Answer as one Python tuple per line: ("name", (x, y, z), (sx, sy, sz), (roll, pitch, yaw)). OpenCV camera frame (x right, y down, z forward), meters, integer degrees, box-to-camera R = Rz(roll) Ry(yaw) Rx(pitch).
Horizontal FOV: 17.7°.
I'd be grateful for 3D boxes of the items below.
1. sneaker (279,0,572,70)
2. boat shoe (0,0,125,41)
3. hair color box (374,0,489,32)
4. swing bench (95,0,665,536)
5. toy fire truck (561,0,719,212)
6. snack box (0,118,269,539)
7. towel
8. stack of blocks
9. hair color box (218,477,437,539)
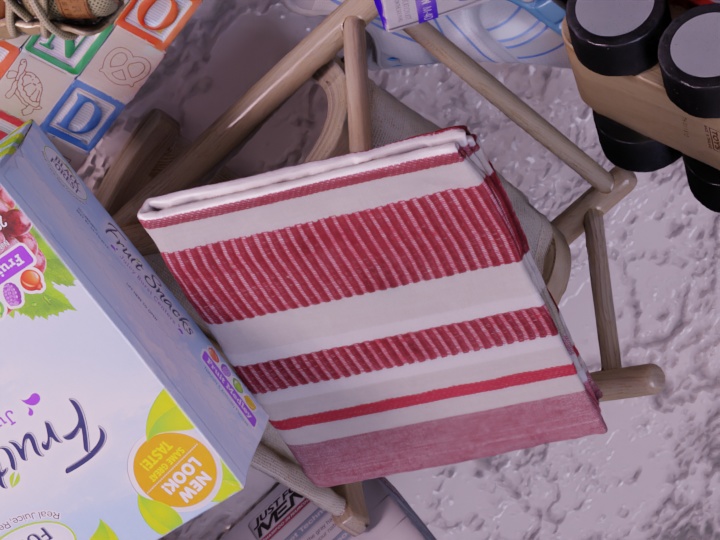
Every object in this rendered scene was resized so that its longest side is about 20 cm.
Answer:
("sneaker", (0.043, -0.124, 1.072), (0.199, 0.075, 0.087), (20, 125, -35))
("boat shoe", (-0.116, -0.126, 0.863), (0.199, 0.074, 0.076), (-28, 144, -2))
("hair color box", (0.090, -0.173, 0.923), (0.198, 0.065, 0.109), (-19, 157, -1))
("swing bench", (0.000, 0.000, 1.062), (0.199, 0.131, 0.199), (-27, 137, 29))
("toy fire truck", (0.213, -0.114, 1.030), (0.200, 0.175, 0.129), (-51, 147, -18))
("snack box", (-0.167, 0.061, 0.978), (0.199, 0.068, 0.169), (-30, 108, 22))
("towel", (0.010, 0.020, 0.968), (0.143, 0.023, 0.200), (-12, 139, 16))
("stack of blocks", (-0.178, -0.122, 0.936), (0.199, 0.059, 0.115), (25, 113, -37))
("hair color box", (0.008, 0.176, 1.135), (0.099, 0.200, 0.061), (-43, 129, 1))
